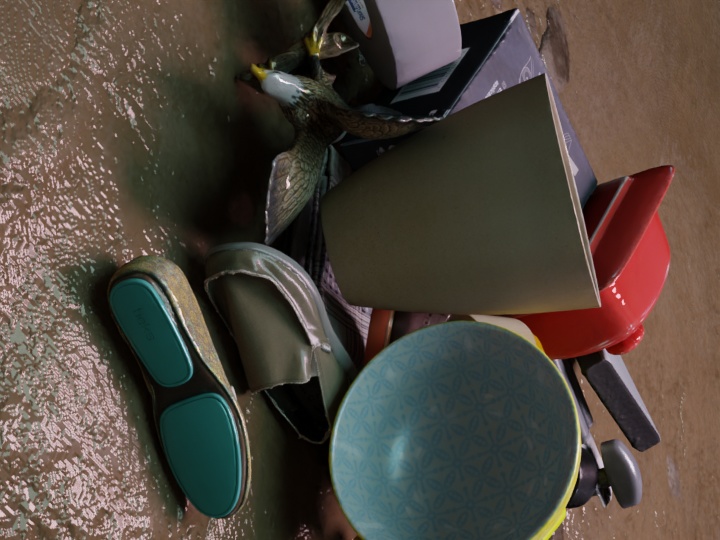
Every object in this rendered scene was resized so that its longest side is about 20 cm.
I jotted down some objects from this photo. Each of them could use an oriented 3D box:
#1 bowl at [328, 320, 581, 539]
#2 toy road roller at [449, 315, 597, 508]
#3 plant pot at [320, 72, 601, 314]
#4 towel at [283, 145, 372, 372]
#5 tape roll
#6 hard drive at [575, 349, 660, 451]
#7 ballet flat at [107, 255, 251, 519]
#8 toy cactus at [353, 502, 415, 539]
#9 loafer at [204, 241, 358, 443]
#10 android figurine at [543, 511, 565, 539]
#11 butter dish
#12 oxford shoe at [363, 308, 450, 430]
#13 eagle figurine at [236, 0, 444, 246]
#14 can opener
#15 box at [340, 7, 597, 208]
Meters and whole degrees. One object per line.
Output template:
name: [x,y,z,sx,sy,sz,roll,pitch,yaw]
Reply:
bowl: [0.084,0.151,1.220,0.108,0.197,0.203,52,37,-62]
toy road roller: [0.104,0.151,1.382,0.122,0.146,0.202,8,54,-46]
plant pot: [0.075,-0.039,1.230,0.187,0.198,0.190,-14,90,-80]
towel: [0.000,0.000,1.357,0.200,0.034,0.195,38,50,-44]
tape roll: [0.015,-0.262,1.335,0.200,0.066,0.202,155,-89,-85]
hard drive: [0.248,0.082,1.633,0.140,0.033,0.201,53,13,-35]
ballet flat: [-0.123,0.080,1.118,0.071,0.070,0.202,-42,115,-54]
toy cactus: [0.022,0.298,1.263,0.165,0.101,0.203,49,36,-65]
loafer: [-0.060,0.060,1.207,0.201,0.074,0.070,54,35,-32]
android figurine: [0.157,0.182,1.535,0.200,0.041,0.184,-35,109,-54]
butter dish: [0.224,0.018,1.492,0.148,0.198,0.201,54,45,-20]
oxford shoe: [0.039,0.121,1.296,0.071,0.072,0.203,-45,140,-70]
eagle figurine: [-0.032,-0.115,1.216,0.149,0.153,0.201,-2,41,-25]
can opener: [0.228,0.152,1.569,0.202,0.066,0.053,63,22,-16]
box: [0.105,-0.096,1.417,0.201,0.116,0.197,61,42,-24]
